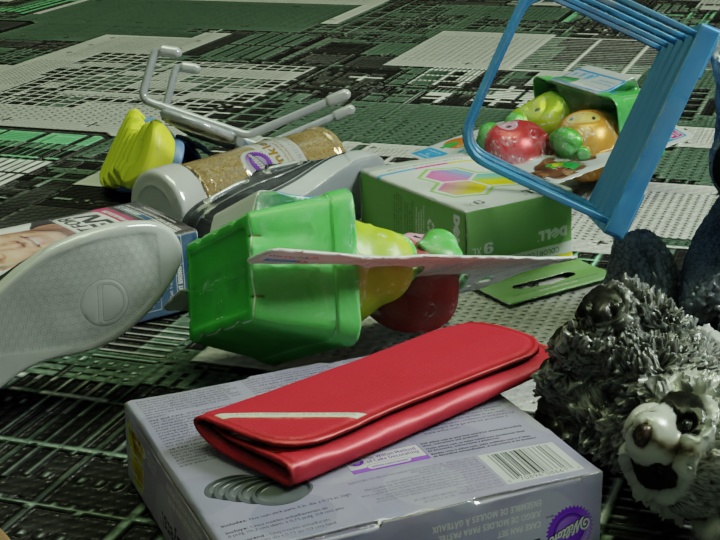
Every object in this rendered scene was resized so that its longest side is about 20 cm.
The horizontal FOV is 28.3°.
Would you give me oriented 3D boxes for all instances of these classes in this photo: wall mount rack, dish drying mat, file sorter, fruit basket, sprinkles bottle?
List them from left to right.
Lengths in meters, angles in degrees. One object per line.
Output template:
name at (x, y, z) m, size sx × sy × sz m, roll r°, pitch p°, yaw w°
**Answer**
sprinkles bottle at (-0.097, -0.071, 1.200) m, size 0.068 × 0.069 × 0.199 m, roll 14°, pitch 24°, yaw 39°
wall mount rack at (-0.098, -0.141, 1.253) m, size 0.172 × 0.075 × 0.200 m, roll 18°, pitch 2°, yaw 2°
fruit basket at (0.000, 0.000, 0.877) m, size 0.198 × 0.095 × 0.185 m, roll -6°, pitch -6°, yaw -27°
dish drying mat at (0.015, 0.060, 0.730) m, size 0.199 × 0.018 × 0.076 m, roll -18°, pitch 24°, yaw -42°
fruit basket at (0.167, -0.122, 1.295) m, size 0.199 × 0.095 × 0.185 m, roll -14°, pitch 22°, yaw -24°
file sorter at (0.144, -0.115, 0.964) m, size 0.122 × 0.140 × 0.200 m, roll 24°, pitch 8°, yaw 2°

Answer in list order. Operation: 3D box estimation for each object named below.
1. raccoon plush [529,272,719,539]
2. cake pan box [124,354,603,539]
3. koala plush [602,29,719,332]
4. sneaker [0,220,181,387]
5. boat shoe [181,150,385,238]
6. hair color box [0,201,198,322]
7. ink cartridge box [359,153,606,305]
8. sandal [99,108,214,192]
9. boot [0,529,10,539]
raccoon plush at (0.185, 0.067, 0.742) m, size 0.199 × 0.097 × 0.134 m, roll -15°, pitch 38°, yaw -42°
cake pan box at (-0.002, 0.100, 0.718) m, size 0.198 × 0.053 × 0.184 m, roll -10°, pitch 22°, yaw -23°
koala plush at (0.270, -0.051, 0.906) m, size 0.183 × 0.202 × 0.177 m, roll -13°, pitch 21°, yaw -31°
sneaker at (-0.206, 0.020, 0.865) m, size 0.199 × 0.071 × 0.099 m, roll -32°, pitch 26°, yaw -10°
boat shoe at (-0.059, -0.057, 1.140) m, size 0.068 × 0.072 × 0.199 m, roll 31°, pitch 40°, yaw 27°
hair color box at (-0.220, 0.007, 0.992) m, size 0.199 × 0.061 × 0.100 m, roll -15°, pitch 23°, yaw -34°
ink cartridge box at (0.094, -0.038, 1.100) m, size 0.103 × 0.060 × 0.200 m, roll -12°, pitch 21°, yaw -29°
sandal at (-0.179, -0.093, 1.287) m, size 0.087 × 0.080 × 0.200 m, roll 24°, pitch 4°, yaw -23°
boot at (-0.172, 0.139, 0.578) m, size 0.073 × 0.076 × 0.200 m, roll -5°, pitch 18°, yaw -4°
